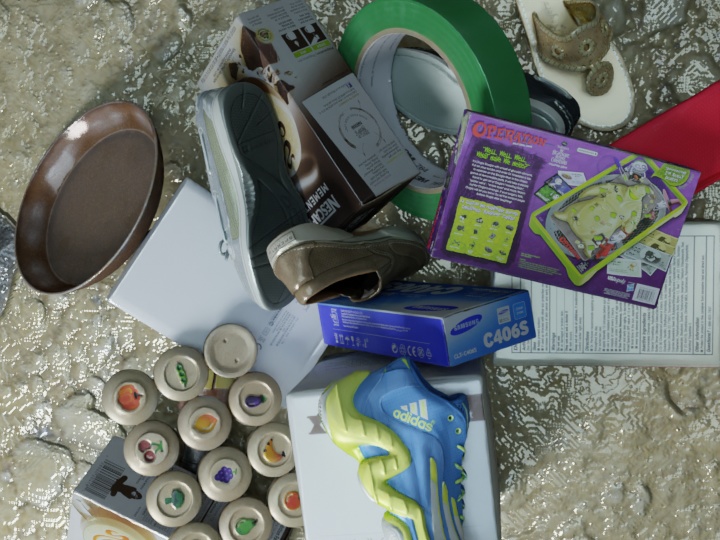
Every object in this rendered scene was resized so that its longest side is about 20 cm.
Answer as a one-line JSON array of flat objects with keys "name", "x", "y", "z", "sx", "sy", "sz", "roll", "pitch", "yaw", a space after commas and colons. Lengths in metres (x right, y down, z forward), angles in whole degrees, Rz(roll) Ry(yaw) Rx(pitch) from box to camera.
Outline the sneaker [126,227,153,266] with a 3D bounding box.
[{"name": "sneaker", "x": -0.133, "y": -0.043, "z": 0.984, "sx": 0.199, "sy": 0.076, "sz": 0.071, "roll": -19, "pitch": 102, "yaw": -14}]

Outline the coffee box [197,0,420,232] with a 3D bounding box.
[{"name": "coffee box", "x": -0.050, "y": -0.131, "z": 0.923, "sx": 0.080, "sy": 0.113, "sz": 0.201, "roll": -31, "pitch": 84, "yaw": -36}]

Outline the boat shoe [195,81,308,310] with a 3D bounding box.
[{"name": "boat shoe", "x": -0.100, "y": -0.064, "z": 0.898, "sx": 0.065, "sy": 0.074, "sz": 0.203, "roll": 2, "pitch": 112, "yaw": 47}]

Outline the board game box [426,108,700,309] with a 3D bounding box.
[{"name": "board game box", "x": 0.163, "y": -0.048, "z": 0.816, "sx": 0.199, "sy": 0.032, "sz": 0.121, "roll": 13, "pitch": 107, "yaw": -10}]

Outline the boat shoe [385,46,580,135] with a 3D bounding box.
[{"name": "boat shoe", "x": 0.107, "y": -0.164, "z": 0.942, "sx": 0.199, "sy": 0.060, "sz": 0.076, "roll": 29, "pitch": 136, "yaw": 19}]

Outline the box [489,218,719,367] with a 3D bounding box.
[{"name": "box", "x": 0.218, "y": 0.017, "z": 0.918, "sx": 0.199, "sy": 0.109, "sz": 0.129, "roll": 0, "pitch": 95, "yaw": 8}]

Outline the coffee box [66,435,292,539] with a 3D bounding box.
[{"name": "coffee box", "x": -0.178, "y": 0.263, "z": 0.984, "sx": 0.199, "sy": 0.080, "sz": 0.115, "roll": 25, "pitch": 131, "yaw": 5}]

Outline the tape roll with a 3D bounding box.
[{"name": "tape roll", "x": 0.060, "y": -0.146, "z": 0.892, "sx": 0.048, "sy": 0.200, "sz": 0.201, "roll": -27, "pitch": 91, "yaw": -35}]

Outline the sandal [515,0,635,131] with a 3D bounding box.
[{"name": "sandal", "x": 0.187, "y": -0.222, "z": 0.922, "sx": 0.077, "sy": 0.070, "sz": 0.213, "roll": -27, "pitch": 91, "yaw": 9}]

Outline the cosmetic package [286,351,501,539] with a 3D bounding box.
[{"name": "cosmetic package", "x": 0.039, "y": 0.163, "z": 0.908, "sx": 0.164, "sy": 0.200, "sz": 0.166, "roll": -7, "pitch": 94, "yaw": 8}]

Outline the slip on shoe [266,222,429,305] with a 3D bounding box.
[{"name": "slip on shoe", "x": 0.000, "y": 0.000, "z": 0.904, "sx": 0.076, "sy": 0.200, "sz": 0.061, "roll": -38, "pitch": 66, "yaw": 26}]

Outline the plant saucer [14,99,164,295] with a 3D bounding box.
[{"name": "plant saucer", "x": -0.255, "y": -0.066, "z": 0.965, "sx": 0.199, "sy": 0.034, "sz": 0.201, "roll": -18, "pitch": 58, "yaw": 32}]

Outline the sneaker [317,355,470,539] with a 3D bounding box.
[{"name": "sneaker", "x": 0.056, "y": 0.155, "z": 0.766, "sx": 0.105, "sy": 0.076, "sz": 0.201, "roll": -34, "pitch": 88, "yaw": 8}]

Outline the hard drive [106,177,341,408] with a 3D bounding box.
[{"name": "hard drive", "x": -0.116, "y": 0.024, "z": 0.945, "sx": 0.200, "sy": 0.025, "sz": 0.132, "roll": 34, "pitch": 88, "yaw": -20}]

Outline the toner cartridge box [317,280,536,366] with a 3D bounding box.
[{"name": "toner cartridge box", "x": 0.052, "y": 0.042, "z": 0.889, "sx": 0.095, "sy": 0.200, "sz": 0.043, "roll": -16, "pitch": 100, "yaw": -31}]

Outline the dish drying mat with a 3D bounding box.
[{"name": "dish drying mat", "x": 0.229, "y": -0.075, "z": 0.839, "sx": 0.199, "sy": 0.018, "sz": 0.077, "roll": -30, "pitch": 106, "yaw": 3}]

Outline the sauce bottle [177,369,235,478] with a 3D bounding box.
[{"name": "sauce bottle", "x": -0.148, "y": 0.104, "z": 0.996, "sx": 0.066, "sy": 0.066, "sz": 0.201, "roll": 12, "pitch": 96, "yaw": 6}]

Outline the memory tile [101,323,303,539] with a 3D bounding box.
[{"name": "memory tile", "x": -0.133, "y": 0.162, "z": 0.914, "sx": 0.153, "sy": 0.017, "sz": 0.201, "roll": -23, "pitch": 91, "yaw": -13}]
